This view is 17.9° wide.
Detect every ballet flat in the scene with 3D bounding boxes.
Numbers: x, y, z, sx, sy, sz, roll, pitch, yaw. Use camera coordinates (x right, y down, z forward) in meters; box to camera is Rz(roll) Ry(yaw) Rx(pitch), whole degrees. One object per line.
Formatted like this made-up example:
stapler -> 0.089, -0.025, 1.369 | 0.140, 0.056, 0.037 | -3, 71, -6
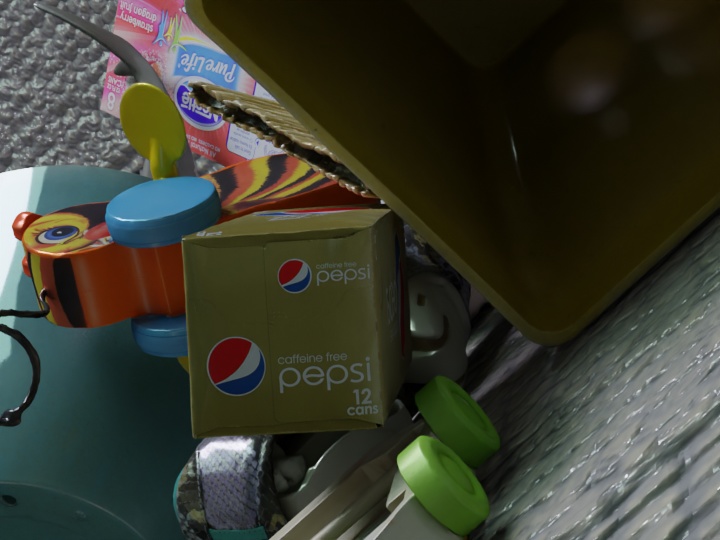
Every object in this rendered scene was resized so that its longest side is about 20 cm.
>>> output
ballet flat -> 0.006, 0.050, 0.956 | 0.200, 0.072, 0.072 | -47, 6, -35

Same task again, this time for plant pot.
plant pot -> -0.135, 0.079, 1.070 | 0.201, 0.200, 0.161 | -40, 28, 39
plant pot -> 0.064, -0.132, 0.875 | 0.200, 0.200, 0.176 | -43, 23, 12

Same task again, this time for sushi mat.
sushi mat -> 0.016, -0.047, 0.952 | 0.200, 0.096, 0.012 | 5, -69, -61

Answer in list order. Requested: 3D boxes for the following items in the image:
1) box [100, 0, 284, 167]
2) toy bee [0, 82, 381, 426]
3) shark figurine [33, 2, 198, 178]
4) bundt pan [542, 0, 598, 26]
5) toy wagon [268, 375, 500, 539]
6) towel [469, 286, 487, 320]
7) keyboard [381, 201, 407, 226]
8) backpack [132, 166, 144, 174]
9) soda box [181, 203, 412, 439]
box -> -0.034, -0.102, 1.192 | 0.095, 0.200, 0.103 | -2, -71, -44
toy bee -> -0.096, -0.014, 0.955 | 0.109, 0.200, 0.131 | 27, 112, 54
shark figurine -> -0.120, -0.024, 1.149 | 0.128, 0.215, 0.089 | 8, 6, 44
bundt pan -> 0.127, -0.140, 1.061 | 0.201, 0.076, 0.202 | -23, 14, 6
toy wagon -> -0.022, 0.112, 0.718 | 0.155, 0.040, 0.200 | -43, 6, 13
towel -> 0.036, 0.010, 1.174 | 0.200, 0.032, 0.191 | -47, 6, -30
keyboard -> 0.000, 0.000, 1.090 | 0.200, 0.056, 0.011 | 143, 131, -57
backpack -> -0.122, 0.050, 1.288 | 0.200, 0.126, 0.167 | -63, 28, 1
soda box -> -0.018, 0.013, 0.823 | 0.064, 0.068, 0.200 | -3, 3, 4
